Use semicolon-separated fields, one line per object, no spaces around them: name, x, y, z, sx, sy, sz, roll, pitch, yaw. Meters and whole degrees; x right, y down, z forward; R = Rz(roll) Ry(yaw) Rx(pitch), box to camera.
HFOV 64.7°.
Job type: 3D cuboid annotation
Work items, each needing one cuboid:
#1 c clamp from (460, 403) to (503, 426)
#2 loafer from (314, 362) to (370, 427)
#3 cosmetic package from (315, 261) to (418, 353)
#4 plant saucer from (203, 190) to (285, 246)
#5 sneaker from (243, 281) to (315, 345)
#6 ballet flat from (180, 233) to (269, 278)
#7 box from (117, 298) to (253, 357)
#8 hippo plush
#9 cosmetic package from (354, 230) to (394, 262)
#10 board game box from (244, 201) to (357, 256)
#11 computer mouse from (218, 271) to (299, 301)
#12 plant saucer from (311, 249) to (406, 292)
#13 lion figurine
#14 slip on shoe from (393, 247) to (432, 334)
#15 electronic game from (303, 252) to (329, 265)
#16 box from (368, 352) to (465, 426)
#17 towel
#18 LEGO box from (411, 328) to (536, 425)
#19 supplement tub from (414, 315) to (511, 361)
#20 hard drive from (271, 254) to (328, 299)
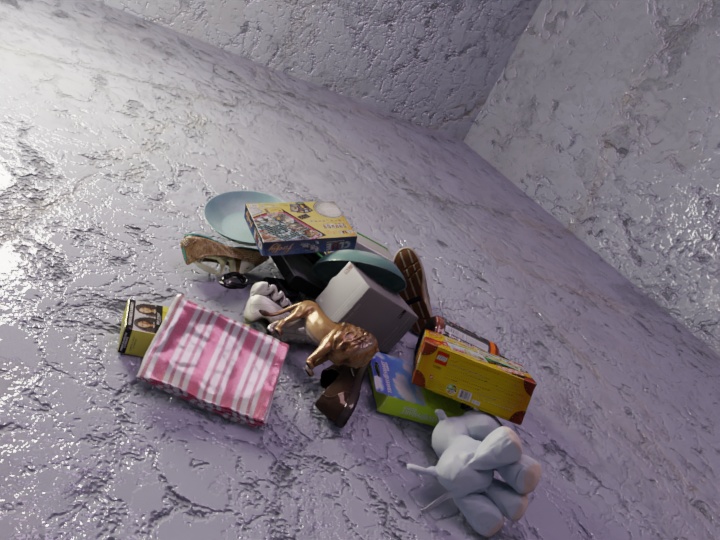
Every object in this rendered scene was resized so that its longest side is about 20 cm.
c clamp;0.245;0.291;1.064;0.201;0.027;0.171;50;15;8
loafer;-0.030;0.180;0.984;0.070;0.074;0.201;28;25;-4
cosmetic package;0.016;0.076;1.118;0.199;0.107;0.090;29;16;-52
plant saucer;-0.228;-0.101;1.189;0.197;0.039;0.202;10;37;-7
sneaker;-0.126;0.104;1.044;0.198;0.075;0.082;32;55;-16
ballet flat;-0.266;-0.020;1.123;0.198;0.070;0.067;12;69;-43
box;-0.272;0.106;0.893;0.197;0.051;0.076;17;27;-26
hippo plush;0.178;0.317;0.924;0.197;0.162;0.161;-17;12;-1
cosmetic package;0.011;-0.024;1.339;0.106;0.086;0.200;28;8;-7
board game box;-0.122;-0.088;1.147;0.197;0.035;0.136;-5;40;-26
computer mouse;-0.194;0.037;1.097;0.198;0.034;0.059;13;29;-50
plant saucer;0.000;0.000;1.161;0.197;0.199;0.037;19;70;-22
lion figurine;-0.070;0.100;0.960;0.122;0.073;0.200;-38;67;-23
slip on shoe;0.122;0.044;1.302;0.061;0.075;0.203;-58;130;-77
electronic game;-0.116;-0.065;1.310;0.200;0.042;0.200;47;6;-7
box;0.096;0.224;1.065;0.197;0.048;0.123;21;27;-21
towel;-0.211;0.132;0.848;0.198;0.030;0.148;28;49;-17
LEGO box;0.195;0.184;1.013;0.197;0.078;0.149;20;5;5
supplement tub;0.222;0.183;1.209;0.198;0.108;0.107;26;25;-8
hard drive;-0.142;-0.017;1.229;0.139;0.033;0.201;31;16;-48
